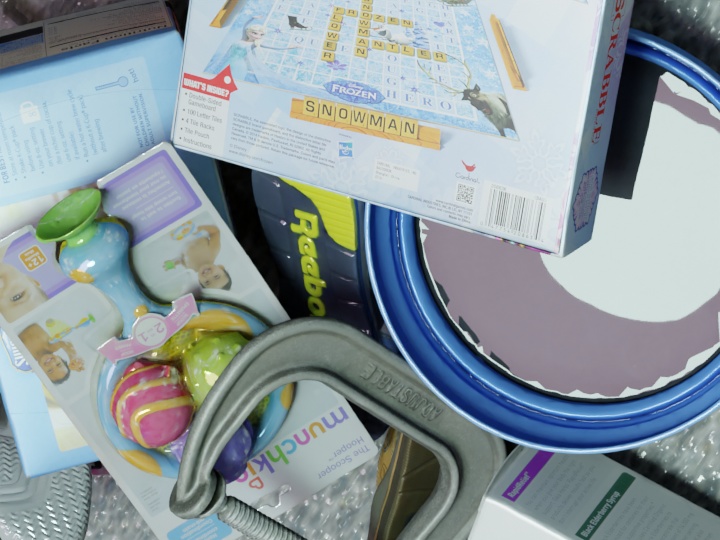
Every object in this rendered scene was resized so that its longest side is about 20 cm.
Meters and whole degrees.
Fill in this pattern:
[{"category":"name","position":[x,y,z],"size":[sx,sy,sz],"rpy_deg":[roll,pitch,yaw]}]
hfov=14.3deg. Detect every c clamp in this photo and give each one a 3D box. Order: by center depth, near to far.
[{"category":"c clamp","position":[-0.015,0.116,1.363],"size":[0.171,0.027,0.200],"rpy_deg":[-45,125,6]}]

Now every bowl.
[{"category":"bowl","position":[0.102,-0.017,1.318],"size":[0.200,0.039,0.201],"rpy_deg":[4,104,16]}]

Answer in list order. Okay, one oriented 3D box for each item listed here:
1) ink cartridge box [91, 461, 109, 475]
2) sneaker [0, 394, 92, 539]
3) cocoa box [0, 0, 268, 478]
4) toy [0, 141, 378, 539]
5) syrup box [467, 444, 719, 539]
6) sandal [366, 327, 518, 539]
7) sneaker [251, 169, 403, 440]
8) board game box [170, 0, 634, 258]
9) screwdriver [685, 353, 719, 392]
[{"category":"ink cartridge box","position":[-0.141,0.013,1.539],"size":[0.095,0.037,0.200],"rpy_deg":[-5,106,37]},{"category":"sneaker","position":[-0.205,0.109,1.577],"size":[0.200,0.075,0.114],"rpy_deg":[52,149,36]},{"category":"cocoa box","position":[-0.130,-0.020,1.420],"size":[0.133,0.131,0.200],"rpy_deg":[-15,105,-4]},{"category":"toy","position":[-0.086,0.050,1.346],"size":[0.115,0.047,0.200],"rpy_deg":[-31,114,6]},{"category":"syrup box","position":[0.146,0.162,1.362],"size":[0.200,0.081,0.079],"rpy_deg":[28,124,14]},{"category":"sandal","position":[0.044,0.097,1.433],"size":[0.055,0.082,0.200],"rpy_deg":[-116,35,-47]},{"category":"sneaker","position":[0.000,0.000,1.412],"size":[0.074,0.082,0.200],"rpy_deg":[21,136,23]},{"category":"board game box","position":[0.022,-0.128,1.264],"size":[0.200,0.041,0.200],"rpy_deg":[17,110,21]},{"category":"screwdriver","position":[0.241,0.061,1.304],"size":[0.200,0.029,0.028],"rpy_deg":[7,114,28]}]
